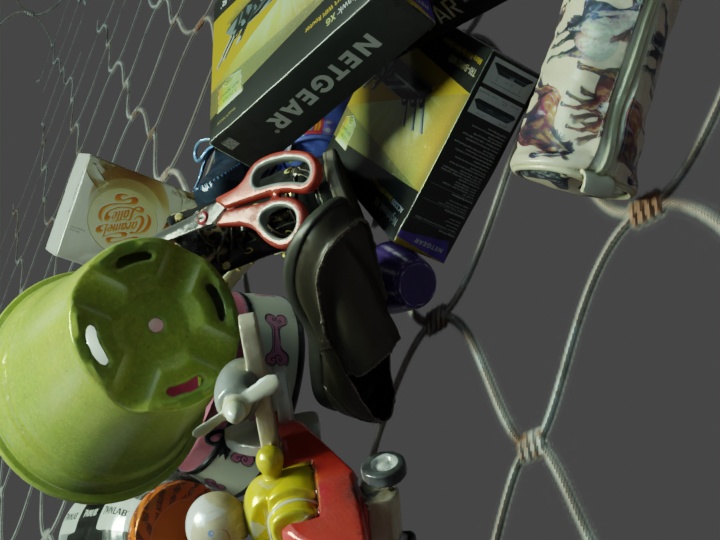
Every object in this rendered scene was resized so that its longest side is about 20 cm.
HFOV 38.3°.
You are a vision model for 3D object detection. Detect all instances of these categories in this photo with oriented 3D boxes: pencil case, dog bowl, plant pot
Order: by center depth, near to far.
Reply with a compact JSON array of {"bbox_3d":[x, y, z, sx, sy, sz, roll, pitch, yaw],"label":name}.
[{"bbox_3d":[0.153,-0.137,0.627,0.089,0.077,0.203,161,127,-81],"label":"pencil case"},{"bbox_3d":[-0.185,0.067,0.816,0.184,0.197,0.204,-36,42,56],"label":"plant pot"},{"bbox_3d":[-0.133,0.112,1.006,0.200,0.073,0.203,-41,38,43],"label":"dog bowl"},{"bbox_3d":[-0.044,-0.166,1.015,0.086,0.078,0.203,-17,49,17],"label":"pencil case"}]

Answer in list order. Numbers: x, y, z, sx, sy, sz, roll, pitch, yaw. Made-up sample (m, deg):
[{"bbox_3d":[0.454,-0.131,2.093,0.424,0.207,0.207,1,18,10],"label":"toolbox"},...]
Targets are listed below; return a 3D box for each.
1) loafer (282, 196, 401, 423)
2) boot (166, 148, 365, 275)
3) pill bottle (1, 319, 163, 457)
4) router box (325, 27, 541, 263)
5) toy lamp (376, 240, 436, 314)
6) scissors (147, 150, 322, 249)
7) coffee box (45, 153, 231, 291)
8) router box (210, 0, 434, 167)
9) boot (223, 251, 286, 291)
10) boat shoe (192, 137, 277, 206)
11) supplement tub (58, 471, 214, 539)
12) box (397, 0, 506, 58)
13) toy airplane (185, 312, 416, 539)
[{"bbox_3d":[0.000,0.034,0.748,0.071,0.202,0.073,28,55,33],"label":"loafer"},{"bbox_3d":[-0.079,-0.040,0.845,0.200,0.148,0.074,-139,27,-77],"label":"boot"},{"bbox_3d":[-0.267,0.113,1.040,0.202,0.111,0.112,-56,28,1],"label":"pill bottle"},{"bbox_3d":[0.049,-0.121,0.842,0.159,0.052,0.200,-63,27,14],"label":"router box"},{"bbox_3d":[0.000,0.000,0.850,0.199,0.057,0.059,11,82,65],"label":"toy lamp"},{"bbox_3d":[-0.110,-0.049,0.801,0.197,0.014,0.075,-3,79,36],"label":"scissors"},{"bbox_3d":[-0.233,-0.041,1.157,0.079,0.198,0.116,14,83,64],"label":"coffee box"},{"bbox_3d":[-0.036,-0.196,0.793,0.199,0.052,0.159,-34,45,35],"label":"router box"},{"bbox_3d":[-0.128,-0.018,1.069,0.202,0.073,0.155,-59,26,-15],"label":"boot"},{"bbox_3d":[-0.121,-0.112,1.007,0.083,0.070,0.200,-19,17,16],"label":"boat shoe"},{"bbox_3d":[-0.204,0.257,0.987,0.199,0.121,0.125,-26,50,55],"label":"supplement tub"},{"bbox_3d":[0.085,-0.259,0.802,0.198,0.043,0.162,-17,44,45],"label":"box"},{"bbox_3d":[-0.063,0.154,0.741,0.202,0.139,0.200,63,156,19],"label":"toy airplane"}]
